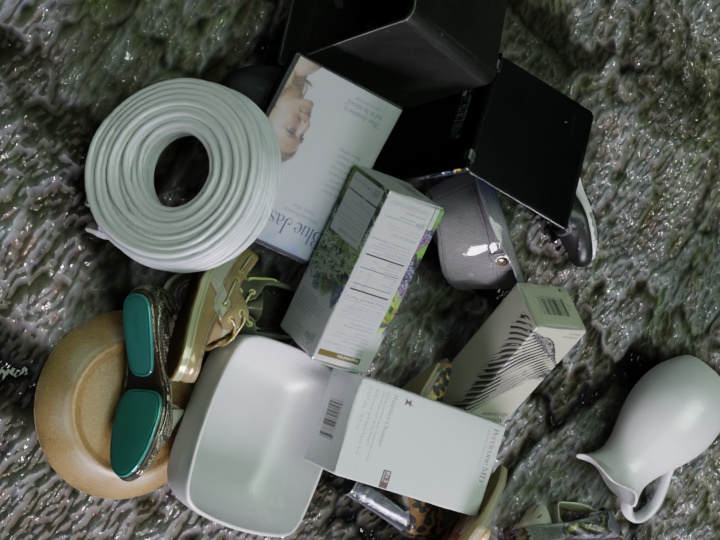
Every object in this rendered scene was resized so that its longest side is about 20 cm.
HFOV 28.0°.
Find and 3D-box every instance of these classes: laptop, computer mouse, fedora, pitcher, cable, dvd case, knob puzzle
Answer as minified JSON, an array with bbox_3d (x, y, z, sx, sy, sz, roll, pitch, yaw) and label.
[{"bbox_3d":[0.138,-0.139,1.635,0.116,0.198,0.188,56,39,-37],"label":"laptop"},{"bbox_3d":[-0.054,-0.156,1.556,0.199,0.053,0.140,32,64,-28],"label":"computer mouse"},{"bbox_3d":[0.130,-0.038,1.694,0.090,0.178,0.201,-19,141,4],"label":"fedora"},{"bbox_3d":[0.393,0.222,1.878,0.200,0.121,0.172,-44,134,-11],"label":"pitcher"},{"bbox_3d":[-0.180,-0.099,1.457,0.201,0.199,0.069,-63,161,-3],"label":"cable"},{"bbox_3d":[-0.058,-0.114,1.520,0.142,0.018,0.201,23,101,-30],"label":"dvd case"},{"bbox_3d":[0.123,0.314,1.664,0.030,0.220,0.220,34,73,2],"label":"knob puzzle"}]

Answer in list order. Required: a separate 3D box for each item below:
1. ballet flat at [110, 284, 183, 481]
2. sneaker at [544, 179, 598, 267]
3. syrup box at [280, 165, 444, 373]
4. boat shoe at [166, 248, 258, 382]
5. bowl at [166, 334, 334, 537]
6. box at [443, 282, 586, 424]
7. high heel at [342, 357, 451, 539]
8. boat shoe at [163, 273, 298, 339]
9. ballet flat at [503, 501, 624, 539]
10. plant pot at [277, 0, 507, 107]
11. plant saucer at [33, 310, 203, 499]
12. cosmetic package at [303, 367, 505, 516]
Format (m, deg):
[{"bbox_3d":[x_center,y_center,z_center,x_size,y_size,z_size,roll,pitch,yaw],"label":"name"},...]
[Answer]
[{"bbox_3d":[-0.212,0.116,1.493,0.075,0.067,0.202,6,87,-56],"label":"ballet flat"},{"bbox_3d":[0.230,-0.094,1.792,0.087,0.076,0.202,-19,98,-14],"label":"sneaker"},{"bbox_3d":[0.000,0.000,1.540,0.081,0.079,0.201,16,104,-36],"label":"syrup box"},{"bbox_3d":[-0.147,0.038,1.480,0.066,0.074,0.201,24,46,-12],"label":"boat shoe"},{"bbox_3d":[-0.121,0.174,1.558,0.199,0.074,0.201,30,77,-48],"label":"bowl"},{"bbox_3d":[0.170,0.104,1.683,0.082,0.201,0.069,5,46,-32],"label":"box"},{"bbox_3d":[0.084,0.214,1.703,0.142,0.071,0.201,35,88,-24],"label":"high heel"},{"bbox_3d":[-0.118,0.038,1.582,0.200,0.060,0.073,10,87,-31],"label":"boat shoe"},{"bbox_3d":[0.242,0.327,1.818,0.199,0.072,0.073,0,92,-31],"label":"ballet flat"},{"bbox_3d":[0.055,-0.291,1.584,0.177,0.199,0.201,30,60,-39],"label":"plant pot"},{"bbox_3d":[-0.244,0.144,1.526,0.199,0.035,0.203,-2,93,-31],"label":"plant saucer"},{"bbox_3d":[0.050,0.190,1.594,0.199,0.081,0.114,19,86,-28],"label":"cosmetic package"}]
